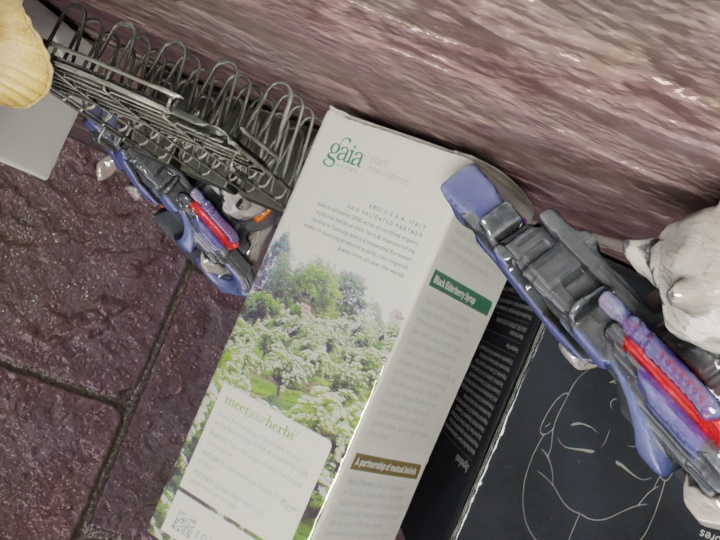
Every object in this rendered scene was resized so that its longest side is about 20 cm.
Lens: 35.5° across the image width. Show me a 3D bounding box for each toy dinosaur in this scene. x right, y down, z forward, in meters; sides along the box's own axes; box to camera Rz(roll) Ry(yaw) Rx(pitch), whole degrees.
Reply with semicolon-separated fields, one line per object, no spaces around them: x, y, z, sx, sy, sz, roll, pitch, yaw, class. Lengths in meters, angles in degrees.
-0.155;-0.102;0.418;0.101;0.059;0.200;36;141;-16;toy dinosaur

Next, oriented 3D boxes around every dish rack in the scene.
-0.079;-0.073;0.527;0.152;0.055;0.200;22;176;18;dish rack

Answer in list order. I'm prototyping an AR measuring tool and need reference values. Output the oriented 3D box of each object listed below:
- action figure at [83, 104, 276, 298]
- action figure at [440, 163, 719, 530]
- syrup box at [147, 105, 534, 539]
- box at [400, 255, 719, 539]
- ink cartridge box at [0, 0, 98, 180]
-0.139;-0.078;0.906;0.193;0.105;0.201;10;142;54;action figure
0.125;0.017;0.395;0.200;0.104;0.193;51;-175;28;action figure
-0.006;0.041;0.491;0.078;0.202;0.081;22;177;31;syrup box
0.155;0.112;0.656;0.198;0.198;0.124;24;178;-7;box
-0.259;-0.131;0.594;0.198;0.085;0.145;22;178;10;ink cartridge box
